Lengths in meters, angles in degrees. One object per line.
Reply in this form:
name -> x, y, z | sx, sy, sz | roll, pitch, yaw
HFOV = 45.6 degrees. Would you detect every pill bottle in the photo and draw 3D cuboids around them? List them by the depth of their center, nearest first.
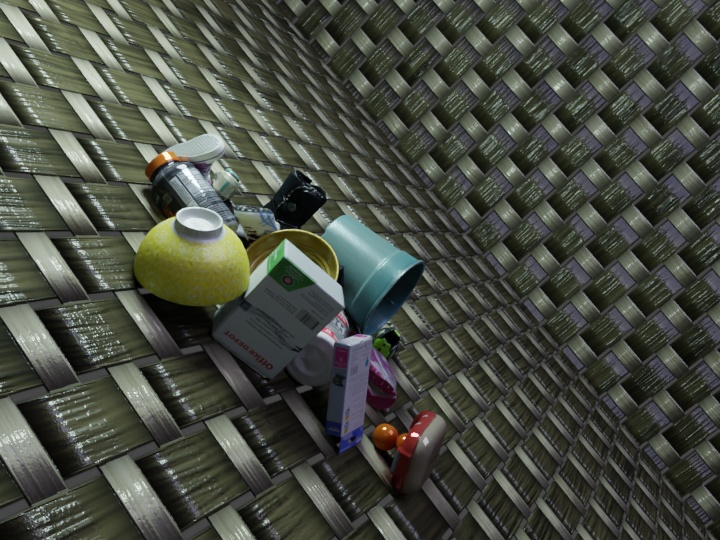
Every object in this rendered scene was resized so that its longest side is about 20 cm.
pill bottle -> -0.331, -0.134, 1.648 | 0.201, 0.106, 0.106 | 51, 18, 11
pill bottle -> -0.080, 0.132, 1.669 | 0.111, 0.111, 0.200 | 44, 19, -10

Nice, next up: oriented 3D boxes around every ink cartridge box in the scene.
ink cartridge box -> -0.146, 0.071, 1.506 | 0.146, 0.200, 0.083 | 41, 16, -20
ink cartridge box -> -0.022, 0.226, 1.579 | 0.041, 0.203, 0.119 | 5, 5, 20

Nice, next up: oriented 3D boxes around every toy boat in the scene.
toy boat -> 0.085, 0.337, 1.656 | 0.129, 0.132, 0.200 | 21, 13, 15

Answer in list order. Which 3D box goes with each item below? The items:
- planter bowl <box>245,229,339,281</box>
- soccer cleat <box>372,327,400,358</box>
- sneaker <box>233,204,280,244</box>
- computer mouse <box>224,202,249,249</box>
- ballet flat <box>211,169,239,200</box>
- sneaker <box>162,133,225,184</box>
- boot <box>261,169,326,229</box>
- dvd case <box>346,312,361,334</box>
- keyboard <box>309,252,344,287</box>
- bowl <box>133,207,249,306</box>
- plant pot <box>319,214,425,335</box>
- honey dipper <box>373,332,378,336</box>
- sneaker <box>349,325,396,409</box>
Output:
planter bowl -> -0.139, 0.023, 1.674 | 0.084, 0.198, 0.202 | 90, -25, -53
soccer cleat -> 0.065, 0.165, 1.977 | 0.068, 0.081, 0.200 | 48, 18, 2
sneaker -> -0.206, -0.085, 1.712 | 0.071, 0.074, 0.200 | 9, -9, 11
computer mouse -> -0.229, -0.074, 1.843 | 0.199, 0.053, 0.139 | 36, 21, -32
ballet flat -> -0.304, -0.180, 1.859 | 0.067, 0.063, 0.200 | 39, -8, -8
sneaker -> -0.316, -0.207, 1.731 | 0.073, 0.199, 0.115 | -53, 122, -30
boot -> -0.134, -0.107, 1.943 | 0.201, 0.168, 0.076 | 49, 18, 5
dvd case -> -0.019, 0.072, 1.979 | 0.201, 0.016, 0.150 | -91, 165, -65
keyboard -> -0.116, 0.001, 1.752 | 0.198, 0.106, 0.039 | 13, 19, 39
bowl -> -0.277, -0.041, 1.441 | 0.197, 0.109, 0.201 | 11, 29, -6
plant pot -> 0.000, 0.000, 1.795 | 0.196, 0.201, 0.200 | 40, 16, 14
honey dipper -> 0.020, 0.087, 2.039 | 0.038, 0.038, 0.201 | 39, 20, -22
sneaker -> 0.006, 0.195, 1.802 | 0.201, 0.081, 0.088 | 55, 16, -3
